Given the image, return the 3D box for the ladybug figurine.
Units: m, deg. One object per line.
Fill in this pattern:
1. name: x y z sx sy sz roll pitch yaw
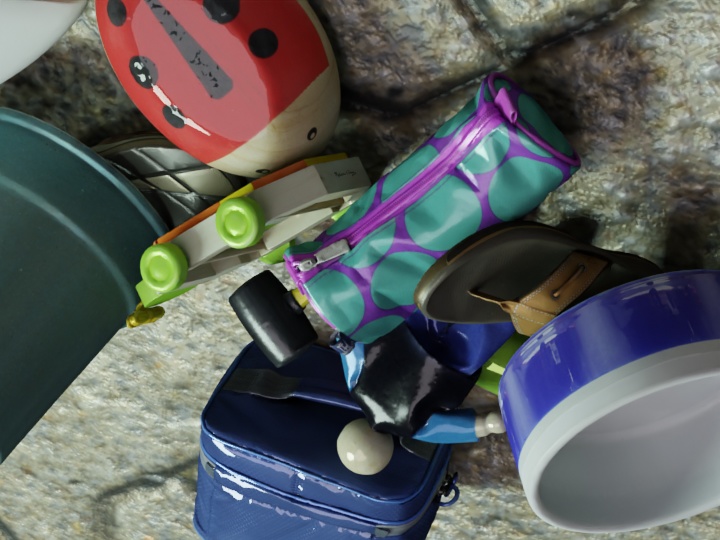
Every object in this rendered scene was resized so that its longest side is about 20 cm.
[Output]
1. ladybug figurine: -0.098 -0.143 1.221 0.136 0.072 0.200 -40 99 17

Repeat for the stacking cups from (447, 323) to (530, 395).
1. stacking cups: 0.071 0.046 1.335 0.200 0.061 0.061 27 134 11

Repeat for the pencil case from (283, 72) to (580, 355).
1. pencil case: 0.044 -0.037 1.212 0.200 0.085 0.092 -41 147 19

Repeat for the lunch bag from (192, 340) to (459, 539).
1. lunch bag: -0.021 0.142 1.395 0.200 0.136 0.133 16 133 12

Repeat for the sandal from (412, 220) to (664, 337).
1. sandal: 0.128 0.021 1.210 0.200 0.055 0.082 14 121 -33

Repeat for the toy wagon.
1. toy wagon: -0.088 -0.019 1.275 0.200 0.155 0.040 -29 84 28

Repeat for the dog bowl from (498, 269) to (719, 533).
1. dog bowl: 0.193 0.088 1.217 0.200 0.079 0.200 -11 146 -8

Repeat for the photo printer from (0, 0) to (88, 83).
1. photo printer: -0.287 -0.171 1.242 0.166 0.200 0.070 -30 72 39

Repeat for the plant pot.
1. plant pot: -0.261 0.022 1.334 0.200 0.196 0.200 26 153 15

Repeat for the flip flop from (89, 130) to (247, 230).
1. flip flop: -0.156 -0.070 1.349 0.200 0.058 0.081 -5 130 48

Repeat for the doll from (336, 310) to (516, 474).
1. doll: 0.051 0.062 1.285 0.136 0.048 0.200 40 104 9

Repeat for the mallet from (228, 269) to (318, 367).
1. mallet: 0.000 0.000 1.296 0.200 0.041 0.066 -29 91 24
